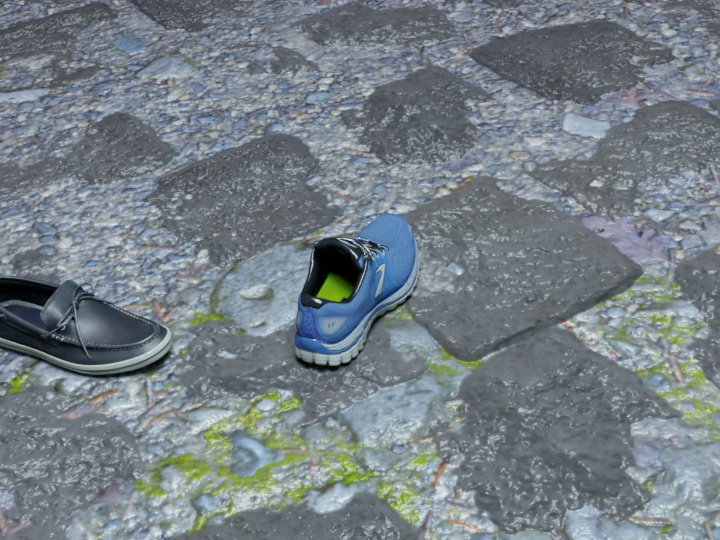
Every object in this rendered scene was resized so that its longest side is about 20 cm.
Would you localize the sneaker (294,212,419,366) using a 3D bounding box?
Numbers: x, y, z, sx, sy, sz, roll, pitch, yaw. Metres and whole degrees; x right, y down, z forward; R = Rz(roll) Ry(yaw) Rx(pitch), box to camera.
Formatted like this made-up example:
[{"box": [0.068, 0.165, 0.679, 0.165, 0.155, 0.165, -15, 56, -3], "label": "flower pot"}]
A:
[{"box": [0.000, 0.000, 1.167, 0.078, 0.089, 0.200, 12, 39, 20], "label": "sneaker"}]

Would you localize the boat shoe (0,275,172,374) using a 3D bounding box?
[{"box": [-0.270, 0.047, 1.159, 0.200, 0.062, 0.075, 11, 37, 19], "label": "boat shoe"}]
